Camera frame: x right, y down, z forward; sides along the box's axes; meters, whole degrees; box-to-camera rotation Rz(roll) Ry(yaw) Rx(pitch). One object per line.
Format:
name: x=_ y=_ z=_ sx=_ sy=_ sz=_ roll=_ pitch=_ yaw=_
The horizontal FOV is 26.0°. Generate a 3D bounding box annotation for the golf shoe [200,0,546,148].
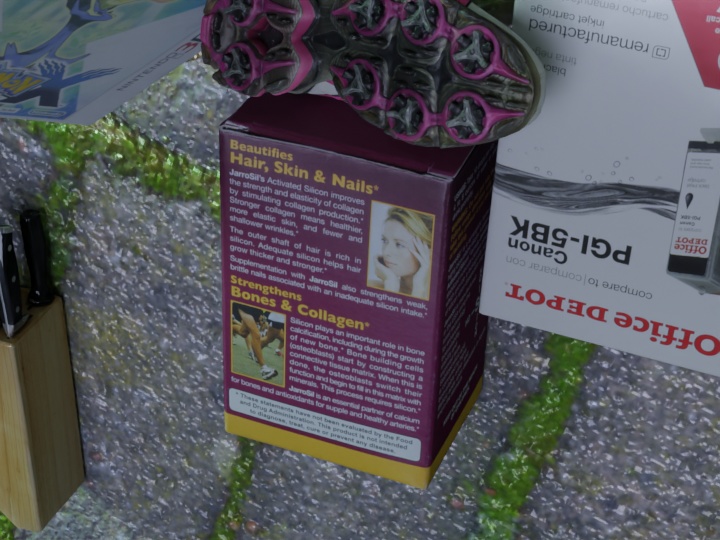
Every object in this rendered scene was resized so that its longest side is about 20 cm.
golf shoe: x=0.017 y=-0.109 z=0.761 sx=0.199 sy=0.092 sz=0.073 roll=21 pitch=110 yaw=39

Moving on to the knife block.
knife block: x=-0.226 y=0.054 z=1.024 sx=0.200 sy=0.064 sz=0.175 roll=48 pitch=127 yaw=-7

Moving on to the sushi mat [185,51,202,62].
sushi mat: x=-0.090 y=-0.213 z=0.832 sx=0.095 sy=0.012 sz=0.202 roll=-7 pitch=115 yaw=28

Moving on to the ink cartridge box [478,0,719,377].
ink cartridge box: x=0.144 y=-0.061 z=0.767 sx=0.145 sy=0.083 sz=0.202 roll=14 pitch=123 yaw=17

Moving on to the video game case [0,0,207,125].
video game case: x=-0.154 y=-0.125 z=0.793 sx=0.181 sy=0.199 sz=0.022 roll=-27 pitch=75 yaw=34

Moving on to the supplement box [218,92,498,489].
supplement box: x=0.000 y=0.000 z=0.860 sx=0.130 sy=0.103 sz=0.202 roll=15 pitch=125 yaw=17
